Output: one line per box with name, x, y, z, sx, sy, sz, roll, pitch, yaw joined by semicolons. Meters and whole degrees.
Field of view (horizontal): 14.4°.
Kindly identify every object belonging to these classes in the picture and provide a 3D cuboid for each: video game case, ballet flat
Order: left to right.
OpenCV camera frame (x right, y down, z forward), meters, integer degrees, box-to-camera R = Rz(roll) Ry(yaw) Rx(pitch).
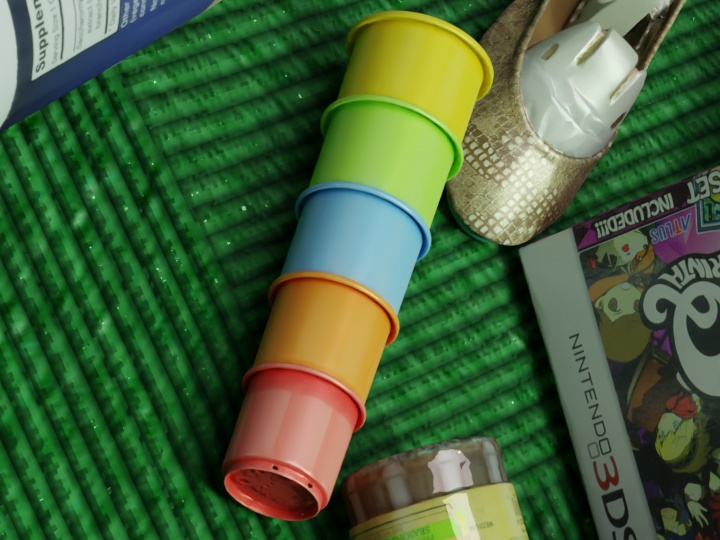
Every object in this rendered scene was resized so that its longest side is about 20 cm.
ballet flat;0.093;-0.095;1.162;0.070;0.065;0.200;38;53;-18
video game case;0.168;0.044;1.073;0.036;0.200;0.181;0;72;-53

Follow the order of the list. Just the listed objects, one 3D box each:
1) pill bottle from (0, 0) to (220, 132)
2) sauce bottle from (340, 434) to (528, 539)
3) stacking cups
pill bottle;-0.134;-0.103;0.962;0.200;0.111;0.111;-35;95;-41
sauce bottle;0.047;0.161;1.021;0.065;0.065;0.200;-7;75;-39
stacking cups;0.000;0.000;1.058;0.060;0.060;0.200;30;58;-24
